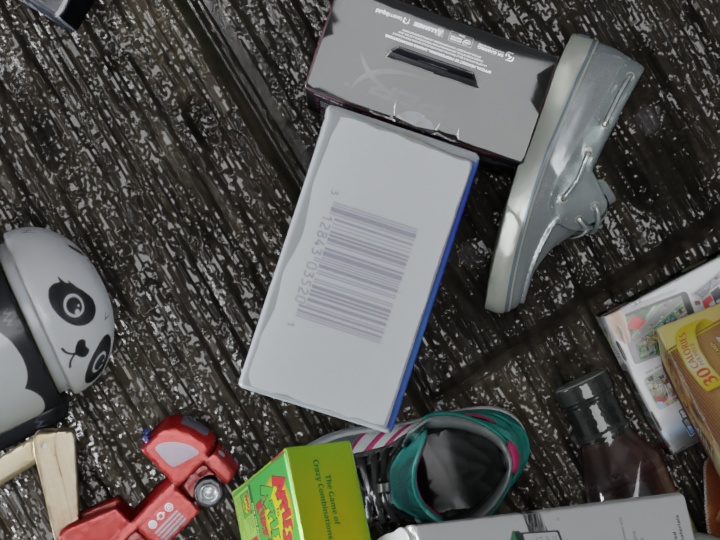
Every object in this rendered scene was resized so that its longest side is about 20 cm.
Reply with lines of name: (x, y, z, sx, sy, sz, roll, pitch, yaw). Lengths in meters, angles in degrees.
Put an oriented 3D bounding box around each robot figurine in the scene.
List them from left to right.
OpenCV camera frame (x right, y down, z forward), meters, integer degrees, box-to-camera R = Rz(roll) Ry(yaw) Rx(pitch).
robot figurine: (-0.262, 0.053, 1.401, 0.199, 0.150, 0.125, -25, 82, -8)

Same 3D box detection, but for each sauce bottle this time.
sauce bottle: (0.191, 0.167, 1.446, 0.066, 0.066, 0.201, -26, 89, -1)

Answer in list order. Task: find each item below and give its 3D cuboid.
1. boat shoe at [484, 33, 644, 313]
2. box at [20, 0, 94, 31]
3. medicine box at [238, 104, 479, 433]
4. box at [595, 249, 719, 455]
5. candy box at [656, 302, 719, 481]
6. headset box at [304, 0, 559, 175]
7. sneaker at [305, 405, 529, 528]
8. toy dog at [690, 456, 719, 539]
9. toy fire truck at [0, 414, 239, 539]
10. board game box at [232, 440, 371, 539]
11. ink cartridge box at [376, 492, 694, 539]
boat shoe: (0.142, -0.060, 1.439, 0.071, 0.070, 0.202, 20, 87, 5)
box: (-0.230, -0.299, 1.409, 0.199, 0.117, 0.197, 31, 90, -2)
medicine box: (0.000, 0.000, 1.372, 0.102, 0.200, 0.183, 18, 90, 1)
box: (0.277, 0.034, 1.459, 0.199, 0.035, 0.111, -27, 91, -1)
candy box: (0.310, 0.058, 1.387, 0.199, 0.055, 0.116, -21, 50, -1)
headset box: (0.043, -0.123, 1.373, 0.148, 0.200, 0.075, 19, 90, 0)
sneaker: (0.022, 0.145, 1.413, 0.199, 0.121, 0.084, -18, 91, -1)
toy dog: (0.290, 0.154, 1.399, 0.199, 0.132, 0.097, -18, 110, -36)
toy fire truck: (-0.197, 0.158, 1.438, 0.141, 0.049, 0.200, 45, 90, -8)
board game box: (-0.025, 0.220, 1.317, 0.047, 0.102, 0.201, -4, 70, -26)
ink cartridge box: (0.097, 0.205, 1.346, 0.199, 0.146, 0.085, -4, 73, -25)
